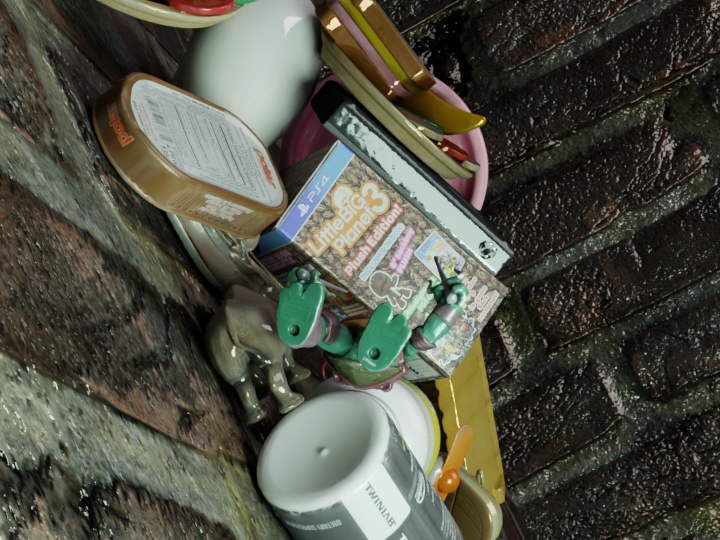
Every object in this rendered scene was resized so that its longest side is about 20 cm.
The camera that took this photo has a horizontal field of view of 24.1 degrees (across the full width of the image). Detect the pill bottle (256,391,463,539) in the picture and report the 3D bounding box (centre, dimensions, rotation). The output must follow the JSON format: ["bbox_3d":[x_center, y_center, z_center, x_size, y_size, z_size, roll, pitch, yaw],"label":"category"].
[{"bbox_3d":[0.012,0.188,1.228,0.201,0.106,0.107,59,6,-39],"label":"pill bottle"}]

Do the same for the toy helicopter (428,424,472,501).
[{"bbox_3d":[0.049,0.205,1.521,0.079,0.131,0.202,-19,101,-46],"label":"toy helicopter"}]

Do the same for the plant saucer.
[{"bbox_3d":[0.020,-0.094,1.603,0.202,0.199,0.051,63,-10,4],"label":"plant saucer"}]

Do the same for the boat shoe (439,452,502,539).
[{"bbox_3d":[0.075,0.201,1.581,0.200,0.062,0.074,28,-66,51],"label":"boat shoe"}]

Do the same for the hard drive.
[{"bbox_3d":[0.043,-0.085,1.476,0.200,0.033,0.140,41,6,-14],"label":"hard drive"}]

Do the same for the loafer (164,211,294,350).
[{"bbox_3d":[-0.100,-0.012,1.395,0.201,0.062,0.072,60,6,-31],"label":"loafer"}]

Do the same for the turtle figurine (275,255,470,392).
[{"bbox_3d":[0.009,0.041,1.270,0.200,0.148,0.102,-1,88,-76],"label":"turtle figurine"}]

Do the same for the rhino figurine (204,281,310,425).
[{"bbox_3d":[-0.080,0.053,1.287,0.088,0.059,0.200,62,3,-8],"label":"rhino figurine"}]

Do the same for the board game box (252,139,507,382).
[{"bbox_3d":[0.000,0.000,1.468,0.200,0.097,0.159,41,-19,-13],"label":"board game box"}]

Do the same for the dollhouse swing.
[{"bbox_3d":[0.056,0.152,1.718,0.175,0.180,0.202,-22,103,-60],"label":"dollhouse swing"}]

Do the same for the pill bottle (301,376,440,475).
[{"bbox_3d":[0.004,0.139,1.383,0.113,0.111,0.200,63,5,7],"label":"pill bottle"}]

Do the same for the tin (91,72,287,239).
[{"bbox_3d":[-0.129,-0.089,1.318,0.199,0.042,0.113,19,45,-55],"label":"tin"}]

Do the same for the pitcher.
[{"bbox_3d":[-0.104,-0.146,1.521,0.172,0.120,0.201,83,23,-62],"label":"pitcher"}]

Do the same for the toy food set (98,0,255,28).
[{"bbox_3d":[-0.181,-0.269,1.434,0.198,0.049,0.199,11,32,-29],"label":"toy food set"}]

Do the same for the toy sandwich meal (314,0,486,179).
[{"bbox_3d":[0.041,-0.167,1.495,0.205,0.070,0.205,43,9,-8],"label":"toy sandwich meal"}]

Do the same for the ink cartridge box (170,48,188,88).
[{"bbox_3d":[-0.123,-0.181,1.683,0.067,0.116,0.200,28,-1,10],"label":"ink cartridge box"}]
